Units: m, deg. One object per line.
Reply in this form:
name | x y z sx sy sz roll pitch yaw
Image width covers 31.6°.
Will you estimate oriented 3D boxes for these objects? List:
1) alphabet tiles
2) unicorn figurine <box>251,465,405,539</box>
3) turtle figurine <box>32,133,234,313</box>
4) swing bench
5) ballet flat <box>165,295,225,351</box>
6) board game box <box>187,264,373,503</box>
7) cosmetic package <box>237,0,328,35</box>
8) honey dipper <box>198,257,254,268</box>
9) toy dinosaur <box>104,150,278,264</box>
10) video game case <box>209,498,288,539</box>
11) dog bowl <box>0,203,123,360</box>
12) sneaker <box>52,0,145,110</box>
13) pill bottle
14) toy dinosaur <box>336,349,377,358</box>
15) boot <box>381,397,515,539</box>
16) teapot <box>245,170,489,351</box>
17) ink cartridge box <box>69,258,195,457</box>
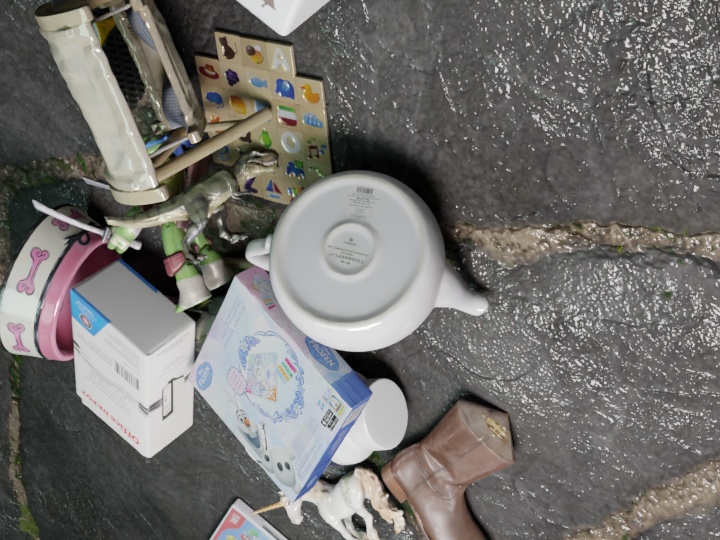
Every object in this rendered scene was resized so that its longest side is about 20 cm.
alphabet tiles | -0.104 -0.162 1.392 0.165 0.006 0.202 15 130 28
unicorn figurine | -0.026 0.311 1.663 0.200 0.074 0.138 -41 85 33
turtle figurine | -0.246 -0.047 1.479 0.196 0.198 0.144 63 172 -9
swing bench | -0.222 -0.199 1.300 0.128 0.200 0.201 0 119 38
ballet flat | -0.207 0.070 1.600 0.198 0.071 0.070 4 126 34
board game box | -0.096 0.130 1.442 0.199 0.043 0.201 47 136 16
cosmetic package | -0.049 -0.341 1.068 0.164 0.200 0.166 38 137 4
honey dipper | -0.119 -0.006 1.505 0.198 0.038 0.038 2 124 39
toy dinosaur | -0.174 -0.062 1.406 0.089 0.198 0.047 66 170 -11
video game case | -0.128 0.433 1.863 0.199 0.017 0.143 39 137 5
dog bowl | -0.370 0.023 1.598 0.073 0.201 0.202 21 133 11
sneaker | -0.297 -0.271 1.416 0.089 0.070 0.202 24 135 40
pill bottle | -0.044 0.179 1.534 0.198 0.111 0.112 -10 116 41
toy dinosaur | -0.049 0.067 1.470 0.198 0.102 0.078 14 121 41
boot | 0.136 0.253 1.501 0.186 0.064 0.200 43 133 -3
teapot | 0.000 0.000 1.338 0.201 0.196 0.146 57 -179 21
ink cartridge box | -0.282 0.111 1.580 0.145 0.084 0.202 36 142 24
